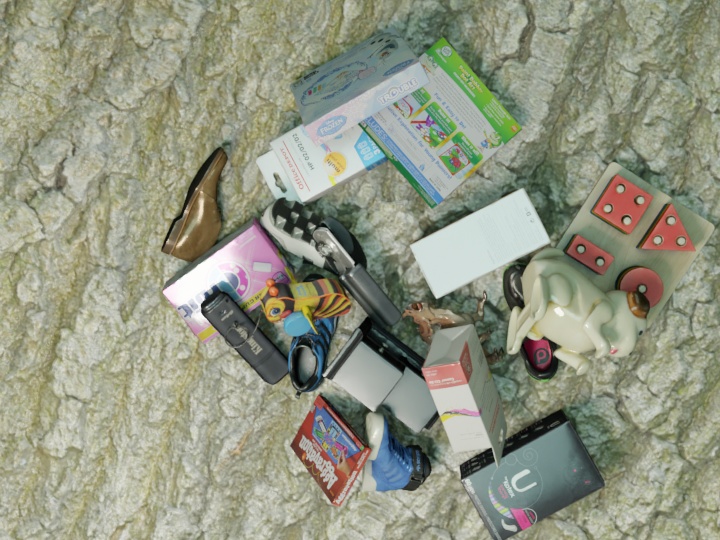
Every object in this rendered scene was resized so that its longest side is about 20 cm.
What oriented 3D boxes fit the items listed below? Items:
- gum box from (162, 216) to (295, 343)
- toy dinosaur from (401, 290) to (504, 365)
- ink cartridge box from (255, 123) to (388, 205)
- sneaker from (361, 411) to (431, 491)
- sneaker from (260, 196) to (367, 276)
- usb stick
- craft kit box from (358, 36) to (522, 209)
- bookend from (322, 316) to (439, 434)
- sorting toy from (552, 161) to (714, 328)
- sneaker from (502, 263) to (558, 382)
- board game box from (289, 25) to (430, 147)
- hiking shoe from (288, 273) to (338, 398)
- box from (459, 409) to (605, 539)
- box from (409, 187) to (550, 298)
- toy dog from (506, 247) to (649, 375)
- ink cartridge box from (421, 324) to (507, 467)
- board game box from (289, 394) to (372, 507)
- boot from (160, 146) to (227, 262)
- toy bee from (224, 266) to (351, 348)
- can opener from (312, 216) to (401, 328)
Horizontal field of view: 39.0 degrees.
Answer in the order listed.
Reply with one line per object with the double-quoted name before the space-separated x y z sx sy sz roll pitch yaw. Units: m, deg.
"gum box" -0.220 0.019 1.676 0.200 0.066 0.114 -35 105 5
"toy dinosaur" 0.155 0.118 1.659 0.135 0.086 0.201 -15 107 16
"ink cartridge box" -0.069 -0.185 1.668 0.199 0.068 0.115 -29 89 5
"sneaker" 0.061 0.293 1.633 0.111 0.077 0.200 2 137 -1
"sneaker" -0.078 -0.048 1.681 0.200 0.088 0.074 38 65 -18
"usb stick" -0.185 0.112 1.661 0.055 0.033 0.200 -37 121 2
"craft kit box" 0.123 -0.237 1.628 0.197 0.049 0.200 -41 91 -11
"bookend" 0.054 0.175 1.607 0.198 0.200 0.092 38 95 3
"sorting toy" 0.436 -0.040 1.630 0.198 0.070 0.200 33 94 3
"sneaker" 0.282 0.083 1.640 0.076 0.084 0.201 -18 91 5
"board game box" -0.006 -0.293 1.598 0.199 0.199 0.043 -29 119 5
"hiking shoe" -0.078 0.106 1.671 0.074 0.087 0.201 3 92 5
"box" 0.273 0.330 1.640 0.200 0.106 0.123 -30 90 5
"box" 0.189 -0.043 1.624 0.199 0.124 0.098 -27 89 5
"toy dog" 0.342 0.069 1.567 0.199 0.194 0.140 17 133 -6
"ink cartridge box" 0.167 0.201 1.587 0.067 0.117 0.201 -12 113 23
"board game box" -0.051 0.285 1.630 0.019 0.200 0.103 25 95 -28
"boot" -0.258 -0.108 1.698 0.075 0.074 0.201 24 99 -15
"toy bee" -0.109 0.054 1.584 0.200 0.109 0.131 -35 58 -26
"can opener" 0.000 0.000 1.635 0.200 0.053 0.067 50 60 -12
